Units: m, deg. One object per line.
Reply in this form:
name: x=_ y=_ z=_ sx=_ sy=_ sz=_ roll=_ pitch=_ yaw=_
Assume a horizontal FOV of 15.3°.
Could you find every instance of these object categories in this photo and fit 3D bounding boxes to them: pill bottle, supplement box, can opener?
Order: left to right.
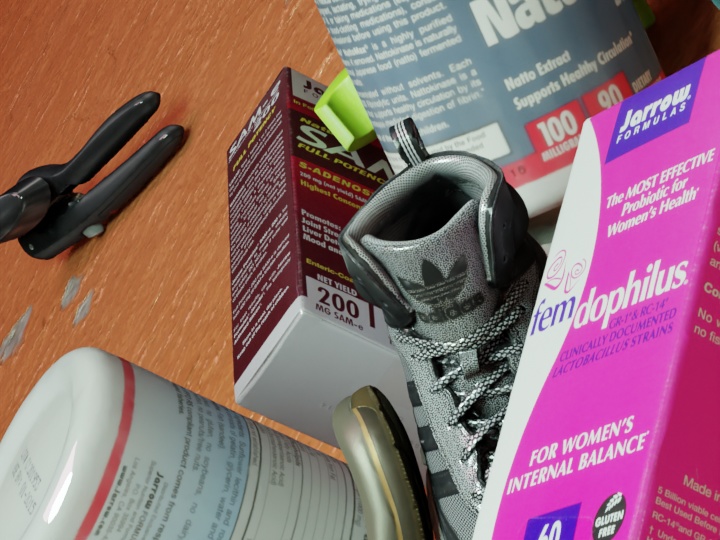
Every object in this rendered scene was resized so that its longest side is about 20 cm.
can opener: x=-0.181 y=-0.058 z=1.811 sx=0.200 sy=0.063 sz=0.079 roll=-30 pitch=11 yaw=42
pill bottle: x=-0.045 y=0.116 z=1.052 sx=0.109 sy=0.199 sz=0.109 roll=-50 pitch=24 yaw=32
supplement box: x=0.000 y=0.000 z=1.216 sx=0.061 sy=0.109 sz=0.200 roll=-54 pitch=23 yaw=27
pill bottle: x=0.039 y=-0.126 z=1.095 sx=0.119 sy=0.201 sz=0.120 roll=-25 pitch=12 yaw=6
supplement box: x=0.118 y=0.040 z=0.890 sx=0.101 sy=0.103 sz=0.201 roll=-28 pitch=39 yaw=55

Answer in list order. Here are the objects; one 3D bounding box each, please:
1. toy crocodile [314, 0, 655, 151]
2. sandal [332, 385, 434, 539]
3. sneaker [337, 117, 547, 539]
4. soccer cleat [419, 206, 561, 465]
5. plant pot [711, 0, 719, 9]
toy crocodile: x=0.064 y=-0.112 z=1.189 sx=0.200 sy=0.068 sz=0.062 roll=-23 pitch=12 yaw=31
sandal: x=0.011 y=0.143 z=0.977 sx=0.082 sy=0.054 sz=0.201 roll=50 pitch=-154 yaw=-85
sneaker: x=0.041 y=0.037 z=0.953 sx=0.075 sy=0.114 sz=0.201 roll=-21 pitch=49 yaw=8
soccer cleat: x=0.067 y=0.038 z=1.062 sx=0.086 sy=0.070 sz=0.200 roll=-55 pitch=22 yaw=24
plant pot: x=0.133 y=-0.227 z=1.021 sx=0.200 sy=0.188 sz=0.200 roll=-46 pitch=25 yaw=28
